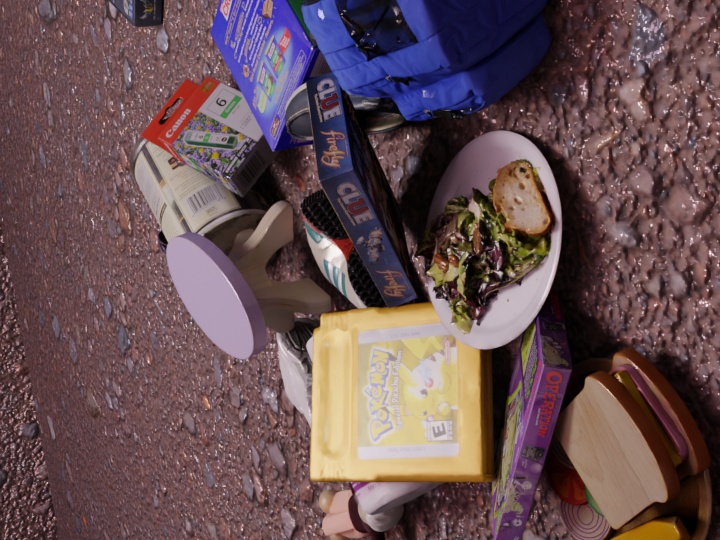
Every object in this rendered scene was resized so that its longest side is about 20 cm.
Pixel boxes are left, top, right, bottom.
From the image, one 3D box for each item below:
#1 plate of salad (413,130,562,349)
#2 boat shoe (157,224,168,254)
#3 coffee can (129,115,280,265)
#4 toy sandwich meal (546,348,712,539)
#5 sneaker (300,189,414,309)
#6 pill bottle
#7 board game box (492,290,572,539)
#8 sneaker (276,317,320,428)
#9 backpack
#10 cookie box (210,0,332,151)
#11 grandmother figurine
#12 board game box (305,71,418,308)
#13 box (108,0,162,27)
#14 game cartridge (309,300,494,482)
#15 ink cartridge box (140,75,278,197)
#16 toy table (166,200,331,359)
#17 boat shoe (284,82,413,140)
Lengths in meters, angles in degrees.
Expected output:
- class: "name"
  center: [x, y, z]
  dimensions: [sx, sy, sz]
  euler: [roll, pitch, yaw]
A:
- class: "plate of salad"
  center: [0.108, -0.029, 0.894]
  dimensions: [0.200, 0.048, 0.202]
  euler: [-11, 77, 58]
- class: "boat shoe"
  center: [-0.278, -0.077, 1.498]
  dimensions: [0.200, 0.092, 0.075]
  euler: [35, 129, 48]
- class: "coffee can"
  center: [-0.211, -0.094, 1.331]
  dimensions: [0.200, 0.146, 0.147]
  euler: [57, 143, 30]
- class: "toy sandwich meal"
  center: [0.207, 0.165, 0.810]
  dimensions: [0.205, 0.070, 0.207]
  euler: [27, 123, 52]
- class: "sneaker"
  center: [-0.001, 0.000, 1.114]
  dimensions: [0.200, 0.070, 0.094]
  euler: [53, 162, 29]
- class: "pill bottle"
  center: [0.016, 0.155, 1.076]
  dimensions: [0.201, 0.112, 0.112]
  euler: [65, 147, 17]
- class: "board game box"
  center: [0.149, 0.131, 0.873]
  dimensions: [0.120, 0.032, 0.201]
  euler: [-72, -8, -58]
- class: "sneaker"
  center: [-0.051, 0.158, 1.242]
  dimensions: [0.100, 0.077, 0.201]
  euler: [102, 151, -45]
- class: "backpack"
  center: [0.049, -0.218, 0.849]
  dimensions: [0.200, 0.162, 0.169]
  euler: [6, 125, 56]
- class: "cookie box"
  center: [-0.090, -0.273, 1.139]
  dimensions: [0.201, 0.075, 0.171]
  euler: [62, 146, 23]
- class: "grandmother figurine"
  center: [0.002, 0.295, 1.181]
  dimensions: [0.122, 0.060, 0.200]
  euler: [62, 157, 10]
- class: "board game box"
  center: [0.003, -0.075, 0.953]
  dimensions: [0.200, 0.034, 0.136]
  euler: [61, -165, -49]
- class: "box"
  center: [-0.358, -0.503, 1.522]
  dimensions: [0.158, 0.051, 0.201]
  euler: [48, 138, 42]
- class: "game cartridge"
  center: [0.037, 0.123, 0.980]
  dimensions: [0.199, 0.032, 0.178]
  euler: [-8, 75, 29]
- class: "ink cartridge box"
  center: [-0.196, -0.186, 1.256]
  dimensions: [0.199, 0.109, 0.050]
  euler: [30, 167, 28]
- class: "toy table"
  center: [-0.134, 0.012, 1.170]
  dimensions: [0.200, 0.117, 0.185]
  euler: [48, 144, 31]
- class: "boat shoe"
  center: [-0.012, -0.162, 1.023]
  dimensions: [0.199, 0.075, 0.062]
  euler: [-6, 64, 41]
